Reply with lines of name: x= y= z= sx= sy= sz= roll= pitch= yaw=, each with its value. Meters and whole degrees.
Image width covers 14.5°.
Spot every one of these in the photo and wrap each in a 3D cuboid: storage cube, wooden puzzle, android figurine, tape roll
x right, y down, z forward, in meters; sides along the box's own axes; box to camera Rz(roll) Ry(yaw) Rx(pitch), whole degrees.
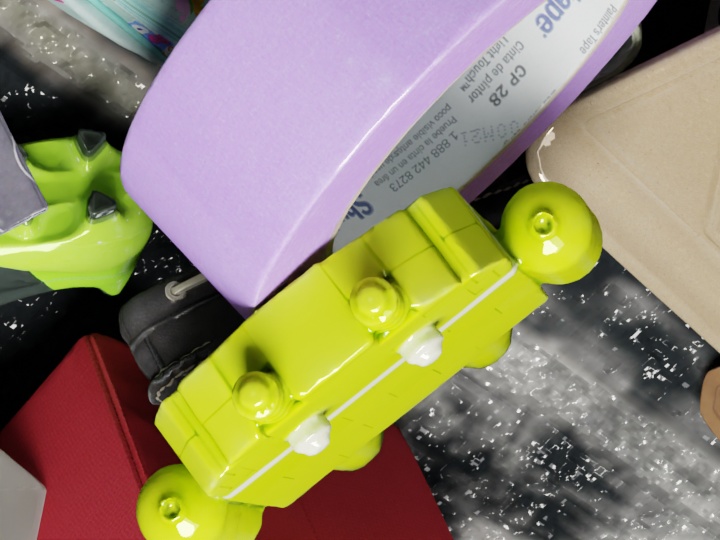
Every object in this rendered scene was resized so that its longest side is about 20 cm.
storage cube: x=-0.063 y=0.159 z=1.078 sx=0.171 sy=0.180 sz=0.200 roll=18 pitch=124 yaw=-40
wooden puzzle: x=0.188 y=-0.035 z=1.010 sx=0.200 sy=0.037 sz=0.185 roll=-28 pitch=124 yaw=37
android figurine: x=0.001 y=0.030 z=0.939 sx=0.182 sy=0.041 sz=0.200 roll=-38 pitch=170 yaw=3
tape roll: x=0.018 y=-0.072 z=0.902 sx=0.200 sy=0.066 sz=0.200 roll=-42 pitch=168 yaw=-11

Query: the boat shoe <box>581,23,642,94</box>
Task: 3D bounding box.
boat shoe: x=0.008 y=-0.067 z=1.032 sx=0.199 sy=0.062 sz=0.072 roll=-28 pitch=127 yaw=7

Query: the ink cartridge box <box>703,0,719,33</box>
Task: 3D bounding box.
ink cartridge box: x=0.186 y=-0.124 z=1.053 sx=0.099 sy=0.039 sz=0.201 roll=-3 pitch=126 yaw=-14

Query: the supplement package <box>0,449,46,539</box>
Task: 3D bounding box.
supplement package: x=-0.226 y=0.130 z=1.001 sx=0.200 sy=0.120 sz=0.121 roll=-38 pitch=114 yaw=23

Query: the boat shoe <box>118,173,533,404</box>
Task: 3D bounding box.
boat shoe: x=0.000 y=0.000 z=1.056 sx=0.200 sy=0.060 sz=0.074 roll=-28 pitch=164 yaw=-28

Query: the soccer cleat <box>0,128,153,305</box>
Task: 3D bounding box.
soccer cleat: x=-0.175 y=-0.011 z=1.028 sx=0.199 sy=0.068 sz=0.081 roll=0 pitch=148 yaw=-8

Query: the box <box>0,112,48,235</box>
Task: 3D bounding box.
box: x=-0.205 y=-0.081 z=0.878 sx=0.132 sy=0.115 sz=0.201 roll=-30 pitch=110 yaw=-17

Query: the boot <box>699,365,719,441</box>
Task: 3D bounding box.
boot: x=0.261 y=0.068 z=1.176 sx=0.146 sy=0.200 sz=0.071 roll=-21 pitch=127 yaw=-46

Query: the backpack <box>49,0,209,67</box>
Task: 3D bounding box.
backpack: x=-0.075 y=-0.147 z=0.904 sx=0.127 sy=0.167 sz=0.200 roll=-41 pitch=140 yaw=15
